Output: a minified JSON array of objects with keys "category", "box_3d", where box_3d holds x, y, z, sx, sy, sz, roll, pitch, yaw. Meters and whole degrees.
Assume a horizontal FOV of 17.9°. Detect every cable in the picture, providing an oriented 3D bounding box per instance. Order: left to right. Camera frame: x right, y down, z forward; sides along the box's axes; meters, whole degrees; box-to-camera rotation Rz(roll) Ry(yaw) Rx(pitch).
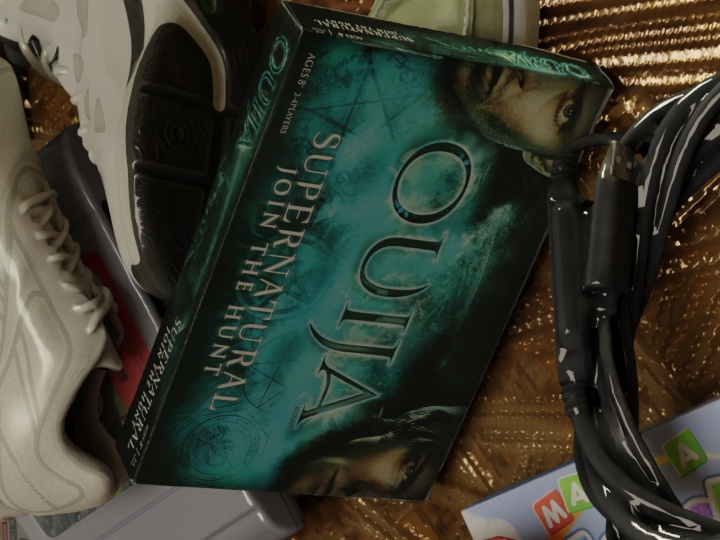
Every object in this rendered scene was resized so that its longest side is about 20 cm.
[{"category":"cable","box_3d":[0.145,0.024,0.800,0.163,0.051,0.200,-11,67,22]}]

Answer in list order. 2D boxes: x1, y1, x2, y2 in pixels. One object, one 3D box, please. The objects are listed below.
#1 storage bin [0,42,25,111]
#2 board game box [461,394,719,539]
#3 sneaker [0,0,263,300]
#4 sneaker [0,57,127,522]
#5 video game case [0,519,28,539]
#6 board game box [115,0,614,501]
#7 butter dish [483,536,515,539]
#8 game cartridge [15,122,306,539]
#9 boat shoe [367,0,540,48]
[{"category":"storage bin","box_3d":[-0.235,-0.124,1.014,0.134,0.146,0.200,0,101,25]},{"category":"board game box","box_3d":[0.141,0.154,0.866,0.151,0.037,0.200,-29,83,36]},{"category":"sneaker","box_3d":[-0.098,-0.076,0.951,0.115,0.076,0.201,-19,67,44]},{"category":"sneaker","box_3d":[-0.138,0.007,0.947,0.081,0.075,0.200,-1,102,22]},{"category":"video game case","box_3d":[-0.136,0.062,1.049,0.182,0.023,0.200,7,104,34]},{"category":"board game box","box_3d":[0.000,0.000,0.873,0.028,0.135,0.200,58,133,49]},{"category":"butter dish","box_3d":[0.017,0.230,0.878,0.200,0.148,0.200,64,148,9]},{"category":"game cartridge","box_3d":[-0.117,0.053,0.999,0.133,0.041,0.200,-37,78,38]},{"category":"boat shoe","box_3d":[0.010,-0.047,0.896,0.072,0.062,0.200,34,118,25]}]
